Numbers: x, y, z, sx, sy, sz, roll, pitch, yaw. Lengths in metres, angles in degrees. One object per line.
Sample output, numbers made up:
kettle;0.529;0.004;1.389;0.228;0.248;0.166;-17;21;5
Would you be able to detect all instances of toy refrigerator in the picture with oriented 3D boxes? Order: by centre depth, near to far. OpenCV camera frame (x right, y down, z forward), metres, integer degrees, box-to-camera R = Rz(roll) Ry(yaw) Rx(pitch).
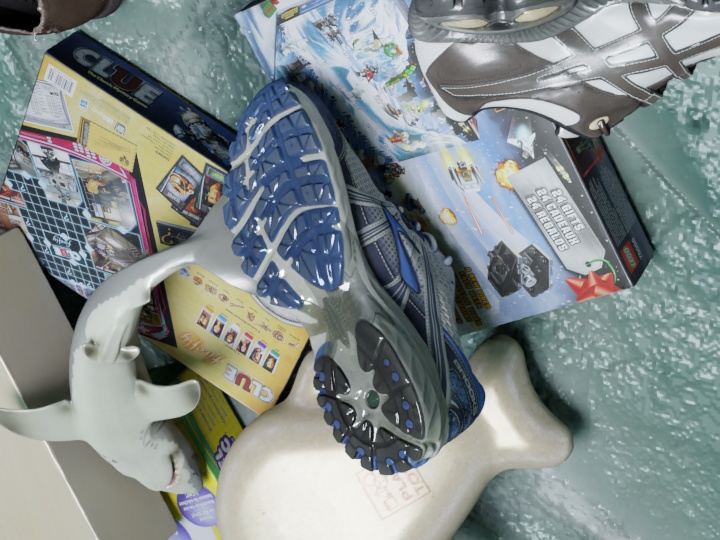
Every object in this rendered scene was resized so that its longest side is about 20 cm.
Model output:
toy refrigerator;-0.190;0.084;1.006;0.076;0.070;0.201;-22;100;34

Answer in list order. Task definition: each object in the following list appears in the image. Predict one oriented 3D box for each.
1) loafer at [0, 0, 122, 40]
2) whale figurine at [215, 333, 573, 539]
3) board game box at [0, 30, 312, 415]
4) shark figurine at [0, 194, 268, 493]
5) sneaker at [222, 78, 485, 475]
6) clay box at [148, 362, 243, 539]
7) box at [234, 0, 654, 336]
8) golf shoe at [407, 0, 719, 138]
loafer;-0.225;-0.166;0.931;0.199;0.071;0.073;9;121;23
whale figurine;0.019;0.110;0.960;0.199;0.104;0.160;-33;88;13
board game box;-0.104;-0.023;0.972;0.199;0.035;0.136;34;127;7
shark figurine;-0.121;0.025;0.938;0.127;0.090;0.215;13;131;-12
sneaker;0.000;0.000;0.858;0.077;0.085;0.201;-29;79;39
clay box;-0.100;0.159;1.066;0.114;0.048;0.201;-18;106;35
box;0.042;-0.067;0.866;0.136;0.040;0.201;-17;108;35
golf shoe;0.121;-0.107;0.773;0.198;0.078;0.095;1;132;8
